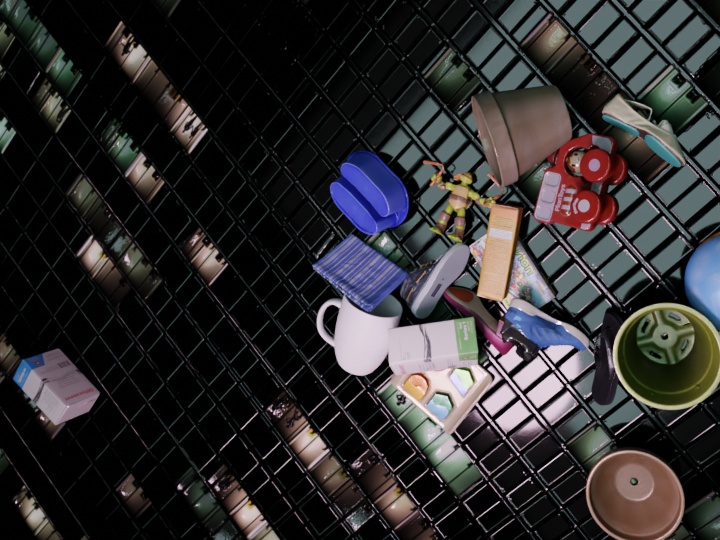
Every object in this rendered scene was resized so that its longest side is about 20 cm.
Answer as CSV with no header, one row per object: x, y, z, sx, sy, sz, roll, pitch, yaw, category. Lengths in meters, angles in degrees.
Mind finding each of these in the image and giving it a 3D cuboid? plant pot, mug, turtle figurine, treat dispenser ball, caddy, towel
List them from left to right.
-0.014,0.141,1.720,0.196,0.148,0.179,22,114,12,mug
0.000,0.000,1.690,0.198,0.144,0.024,35,151,29,towel
0.025,-0.184,1.687,0.200,0.104,0.142,47,135,10,caddy
0.213,-0.158,1.628,0.196,0.064,0.165,23,93,14,turtle figurine
0.342,-0.299,1.503,0.169,0.200,0.205,-19,90,8,plant pot
0.589,0.470,1.544,0.196,0.092,0.207,4,99,23,plant pot
0.612,0.149,1.437,0.195,0.189,0.206,4,99,22,plant pot
0.724,0.021,1.368,0.196,0.200,0.207,3,99,22,treat dispenser ball

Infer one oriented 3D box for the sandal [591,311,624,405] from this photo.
0.527,0.192,1.537,0.042,0.076,0.206,1,101,-21,sandal

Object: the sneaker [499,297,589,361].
0.393,0.153,1.556,0.196,0.077,0.113,28,82,-8,sneaker

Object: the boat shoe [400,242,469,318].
0.165,0.005,1.660,0.202,0.070,0.091,-55,43,12,boat shoe

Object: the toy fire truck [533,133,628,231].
0.456,-0.187,1.510,0.165,0.111,0.206,20,104,38,toy fire truck

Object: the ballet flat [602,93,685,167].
0.586,-0.291,1.459,0.199,0.069,0.070,38,109,14,ballet flat

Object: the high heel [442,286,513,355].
0.264,0.116,1.653,0.198,0.067,0.098,33,132,28,high heel

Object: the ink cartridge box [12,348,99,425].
-0.892,0.340,2.115,0.199,0.145,0.085,42,109,12,ink cartridge box

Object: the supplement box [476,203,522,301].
0.304,-0.041,1.569,0.067,0.066,0.206,10,100,20,supplement box

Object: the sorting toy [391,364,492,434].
0.189,0.263,1.713,0.199,0.036,0.187,40,110,13,sorting toy

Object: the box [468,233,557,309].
0.340,0.001,1.614,0.109,0.035,0.203,-35,83,23,box

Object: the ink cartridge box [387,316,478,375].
0.163,0.173,1.614,0.194,0.146,0.087,-8,71,6,ink cartridge box
